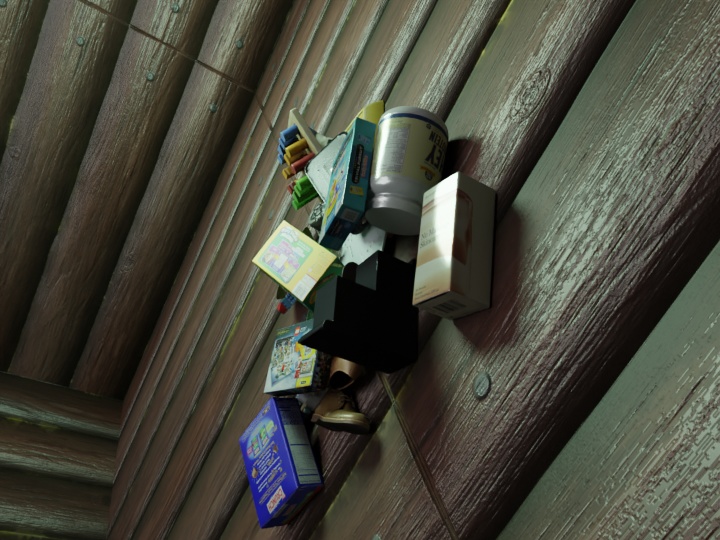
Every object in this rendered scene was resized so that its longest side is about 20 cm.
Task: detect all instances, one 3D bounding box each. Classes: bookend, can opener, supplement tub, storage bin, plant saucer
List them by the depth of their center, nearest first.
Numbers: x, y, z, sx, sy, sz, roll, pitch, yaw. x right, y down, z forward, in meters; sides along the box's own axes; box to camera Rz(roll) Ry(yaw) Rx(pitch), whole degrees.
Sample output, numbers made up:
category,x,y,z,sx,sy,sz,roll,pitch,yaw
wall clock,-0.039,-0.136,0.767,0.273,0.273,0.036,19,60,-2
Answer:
category,x,y,z,sx,sy,sz,roll,pitch,yaw
bookend,0.002,0.053,1.056,0.092,0.195,0.205,-34,44,48
supplement tub,0.085,-0.186,1.121,0.144,0.141,0.207,-16,58,58
can opener,-0.127,0.305,1.316,0.203,0.052,0.066,-59,-6,19
storage bin,-0.025,-0.198,1.317,0.134,0.094,0.202,-40,47,7
plant saucer,-0.012,-0.313,1.511,0.199,0.047,0.206,-41,38,44
plant saucer,-0.166,-0.014,1.548,0.200,0.030,0.206,23,-92,-88

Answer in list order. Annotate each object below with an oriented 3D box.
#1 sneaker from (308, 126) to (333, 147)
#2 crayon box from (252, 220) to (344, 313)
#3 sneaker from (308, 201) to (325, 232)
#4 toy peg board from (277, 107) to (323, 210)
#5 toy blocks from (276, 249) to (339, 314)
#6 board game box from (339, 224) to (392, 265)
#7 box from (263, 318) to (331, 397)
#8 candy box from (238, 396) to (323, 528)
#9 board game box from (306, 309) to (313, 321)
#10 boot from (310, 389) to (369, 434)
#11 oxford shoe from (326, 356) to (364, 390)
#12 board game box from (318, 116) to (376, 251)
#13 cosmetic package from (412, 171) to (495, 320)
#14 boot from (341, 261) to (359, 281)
category,x,y,z,sx,sy,sz,roll,pitch,yaw
sneaker,-0.103,-0.334,1.674,0.199,0.112,0.083,22,-88,-87
crayon box,-0.135,-0.012,1.289,0.198,0.058,0.120,33,80,38
sneaker,-0.034,-0.157,1.426,0.197,0.079,0.077,-35,33,20
toy peg board,-0.162,-0.272,1.536,0.096,0.202,0.200,-32,-7,-18
toy blocks,-0.134,0.019,1.387,0.200,0.100,0.137,-45,0,44
board game box,0.000,0.000,1.292,0.198,0.025,0.207,-15,60,60
box,-0.125,0.180,1.212,0.198,0.037,0.141,-21,52,52
candy box,-0.171,0.401,1.239,0.170,0.075,0.204,-50,46,31
board game box,-0.117,0.151,1.348,0.135,0.028,0.207,107,173,-66
boot,-0.036,0.268,1.134,0.198,0.072,0.077,-15,48,62
oxford shoe,-0.057,0.208,1.175,0.199,0.070,0.073,-40,19,53
board game box,-0.026,-0.165,1.143,0.151,0.045,0.206,128,153,-57
cosmetic package,0.152,-0.038,0.951,0.103,0.085,0.207,-29,47,54
boot,-0.045,0.083,1.229,0.198,0.062,0.194,-5,92,65
